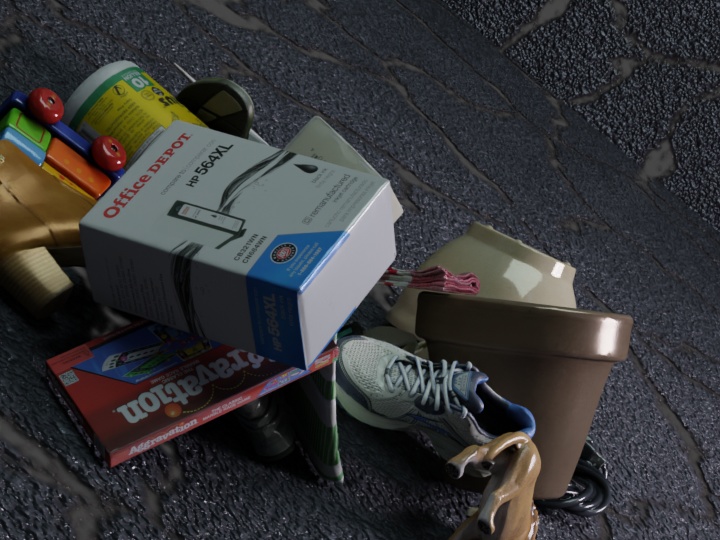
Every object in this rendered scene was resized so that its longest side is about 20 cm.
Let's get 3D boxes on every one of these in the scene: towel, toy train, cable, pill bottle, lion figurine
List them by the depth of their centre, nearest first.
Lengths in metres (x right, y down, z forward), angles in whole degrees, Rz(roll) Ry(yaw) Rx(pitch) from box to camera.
[{"bbox_3d":[-0.047,0.062,1.548,0.023,0.201,0.153,-14,41,-17],"label":"towel"},{"bbox_3d":[0.119,0.191,1.567,0.072,0.201,0.122,39,51,20],"label":"lion figurine"},{"bbox_3d":[-0.244,-0.057,1.630,0.200,0.085,0.116,38,32,-22],"label":"toy train"},{"bbox_3d":[0.000,0.000,1.714,0.199,0.023,0.144,7,-1,16],"label":"towel"},{"bbox_3d":[-0.182,-0.096,1.759,0.200,0.113,0.113,41,18,13],"label":"pill bottle"},{"bbox_3d":[0.165,0.175,1.880,0.200,0.051,0.163,40,24,4],"label":"cable"}]

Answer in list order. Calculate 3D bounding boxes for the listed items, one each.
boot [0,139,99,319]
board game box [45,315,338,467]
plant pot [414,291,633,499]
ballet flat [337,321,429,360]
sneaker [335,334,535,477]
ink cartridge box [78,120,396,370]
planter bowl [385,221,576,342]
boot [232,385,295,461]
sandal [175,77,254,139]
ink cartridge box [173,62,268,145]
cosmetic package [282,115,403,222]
[{"bbox_3d":[-0.242,-0.055,1.533,0.144,0.071,0.201,50,46,10],"label":"boot"},{"bbox_3d":[-0.127,0.069,1.423,0.199,0.020,0.103,-24,55,-25],"label":"board game box"},{"bbox_3d":[0.142,0.115,1.718,0.199,0.176,0.200,6,1,0],"label":"plant pot"},{"bbox_3d":[0.043,0.095,1.787,0.199,0.068,0.068,21,32,-46],"label":"ballet flat"},{"bbox_3d":[0.064,0.100,1.573,0.199,0.085,0.077,27,56,-23],"label":"sneaker"},{"bbox_3d":[-0.094,-0.023,1.434,0.199,0.085,0.146,17,46,23],"label":"ink cartridge box"},{"bbox_3d":[0.143,0.032,1.942,0.199,0.135,0.200,24,3,-1],"label":"planter bowl"},{"bbox_3d":[-0.101,0.053,1.550,0.131,0.067,0.201,64,14,-46],"label":"boot"},{"bbox_3d":[-0.146,-0.137,1.836,0.080,0.201,0.057,46,63,4],"label":"sandal"},{"bbox_3d":[-0.115,-0.123,1.983,0.176,0.045,0.200,40,1,22],"label":"ink cartridge box"},{"bbox_3d":[-0.026,-0.071,1.792,0.103,0.087,0.200,43,0,8],"label":"cosmetic package"}]
